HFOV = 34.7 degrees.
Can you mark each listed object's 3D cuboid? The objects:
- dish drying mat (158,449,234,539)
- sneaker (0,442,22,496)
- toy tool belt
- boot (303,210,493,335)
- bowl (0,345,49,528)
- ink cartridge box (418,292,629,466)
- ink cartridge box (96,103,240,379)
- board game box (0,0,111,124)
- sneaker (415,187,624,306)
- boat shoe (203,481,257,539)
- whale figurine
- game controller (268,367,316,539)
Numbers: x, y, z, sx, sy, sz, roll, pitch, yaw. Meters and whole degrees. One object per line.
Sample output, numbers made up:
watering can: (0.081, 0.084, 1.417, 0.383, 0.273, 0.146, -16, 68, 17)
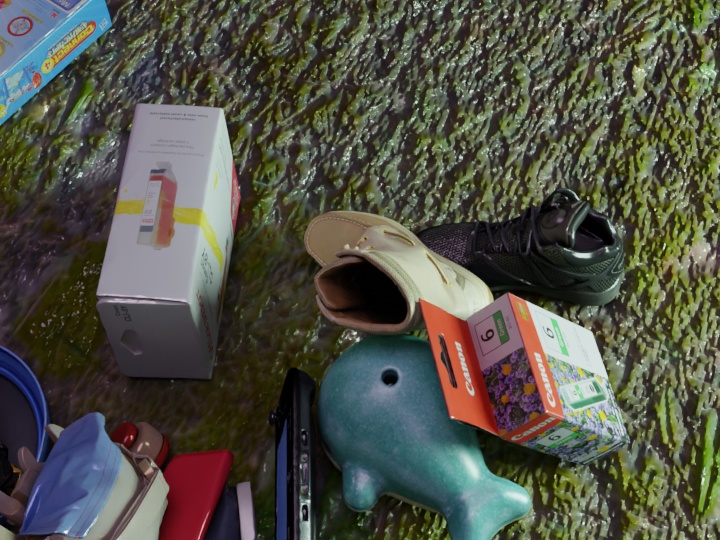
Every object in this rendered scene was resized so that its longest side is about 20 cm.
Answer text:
dish drying mat: (-0.156, 0.229, 0.881, 0.076, 0.018, 0.202, -10, 45, 34)
sneaker: (-0.315, 0.153, 0.931, 0.089, 0.070, 0.203, 3, 58, -13)
toy tool belt: (-0.213, 0.167, 0.879, 0.124, 0.123, 0.201, -35, 28, 23)
boot: (0.000, 0.000, 0.987, 0.199, 0.155, 0.074, 31, 106, 29)
bowl: (-0.362, 0.152, 0.988, 0.197, 0.040, 0.203, -1, 59, 2)
ink cartridge box: (0.134, 0.082, 0.923, 0.050, 0.199, 0.110, -33, 54, 28)
ink cartridge box: (-0.165, -0.023, 1.023, 0.082, 0.146, 0.203, 4, 59, 3)
board game box: (-0.406, -0.265, 1.233, 0.199, 0.056, 0.196, 33, 66, 20)
sneaker: (0.139, -0.029, 1.031, 0.196, 0.115, 0.077, 8, 57, 10)
boat shoe: (-0.108, 0.258, 0.891, 0.061, 0.075, 0.202, -5, 57, -2)
whale figurine: (0.049, 0.135, 0.939, 0.158, 0.104, 0.200, -35, 61, -17)
game controller: (-0.055, 0.182, 0.917, 0.041, 0.105, 0.203, -1, 58, -3)
